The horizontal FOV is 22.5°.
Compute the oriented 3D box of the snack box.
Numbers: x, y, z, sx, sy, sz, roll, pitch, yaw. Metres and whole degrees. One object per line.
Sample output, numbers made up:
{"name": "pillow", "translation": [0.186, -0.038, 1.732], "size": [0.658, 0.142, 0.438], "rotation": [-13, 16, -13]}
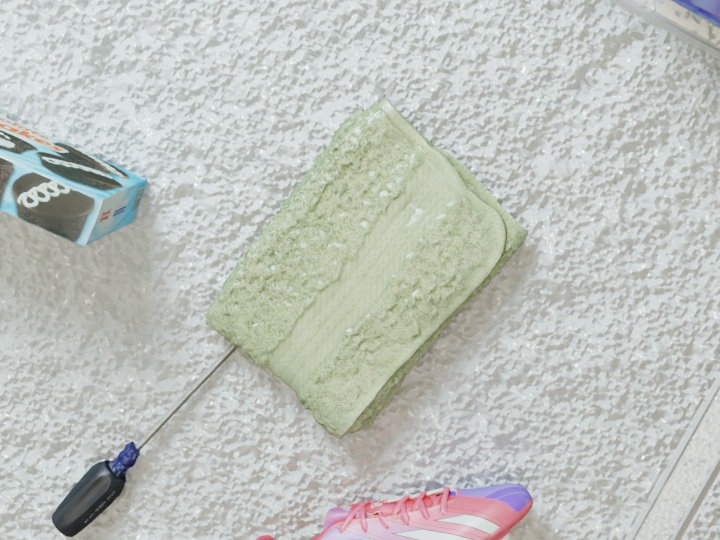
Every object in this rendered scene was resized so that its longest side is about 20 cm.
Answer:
{"name": "snack box", "translation": [-0.250, -0.078, 1.206], "size": [0.198, 0.116, 0.037], "rotation": [23, 102, 4]}

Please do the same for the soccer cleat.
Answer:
{"name": "soccer cleat", "translation": [0.020, 0.182, 1.237], "size": [0.199, 0.067, 0.077], "rotation": [-27, 90, 14]}

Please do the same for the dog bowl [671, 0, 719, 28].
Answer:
{"name": "dog bowl", "translation": [0.242, -0.178, 1.075], "size": [0.199, 0.200, 0.079], "rotation": [30, 105, 2]}

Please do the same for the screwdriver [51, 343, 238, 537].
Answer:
{"name": "screwdriver", "translation": [-0.148, 0.110, 1.268], "size": [0.029, 0.028, 0.200], "rotation": [34, 102, -28]}

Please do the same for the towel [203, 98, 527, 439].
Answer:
{"name": "towel", "translation": [0.000, 0.000, 1.221], "size": [0.148, 0.036, 0.200], "rotation": [40, 101, 1]}
